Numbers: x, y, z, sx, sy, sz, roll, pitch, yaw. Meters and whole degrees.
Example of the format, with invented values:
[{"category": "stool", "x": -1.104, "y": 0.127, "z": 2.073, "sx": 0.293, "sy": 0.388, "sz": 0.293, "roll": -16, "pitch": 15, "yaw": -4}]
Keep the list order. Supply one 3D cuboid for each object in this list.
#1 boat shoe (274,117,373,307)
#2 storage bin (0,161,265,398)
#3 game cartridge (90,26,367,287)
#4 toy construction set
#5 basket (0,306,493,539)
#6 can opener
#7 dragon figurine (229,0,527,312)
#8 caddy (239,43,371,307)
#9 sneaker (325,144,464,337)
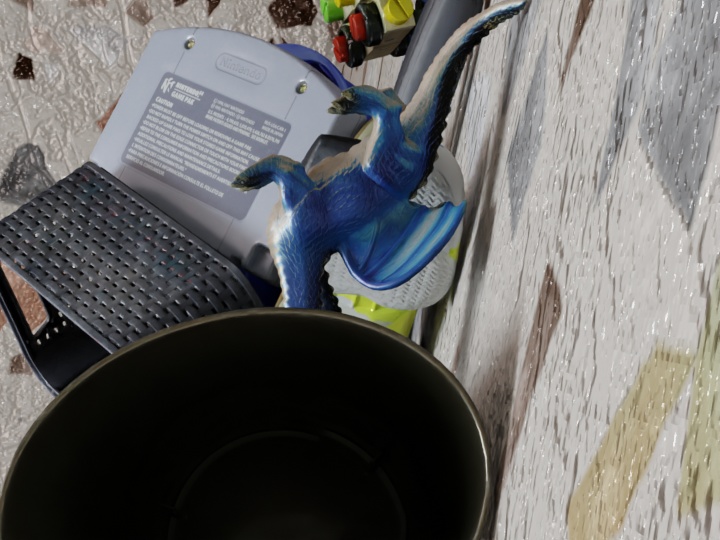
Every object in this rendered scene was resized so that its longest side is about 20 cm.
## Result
[{"category": "boat shoe", "x": 0.000, "y": 0.000, "z": 1.154, "sx": 0.073, "sy": 0.064, "sz": 0.201, "roll": 80, "pitch": -151, "yaw": -63}, {"category": "storage bin", "x": -0.137, "y": 0.038, "z": 1.212, "sx": 0.200, "sy": 0.094, "sz": 0.136, "roll": 33, "pitch": 150, "yaw": 43}, {"category": "game cartridge", "x": -0.084, "y": -0.080, "z": 1.240, "sx": 0.199, "sy": 0.041, "sz": 0.134, "roll": 26, "pitch": 84, "yaw": 45}, {"category": "toy construction set", "x": 0.010, "y": -0.213, "z": 1.325, "sx": 0.200, "sy": 0.091, "sz": 0.132, "roll": 43, "pitch": -148, "yaw": -85}, {"category": "basket", "x": -0.034, "y": 0.103, "z": 0.795, "sx": 0.200, "sy": 0.179, "sz": 0.137, "roll": 70, "pitch": -173, "yaw": -76}, {"category": "can opener", "x": 0.021, "y": -0.071, "z": 1.053, "sx": 0.064, "sy": 0.078, "sz": 0.201, "roll": -94, "pitch": 25, "yaw": -53}, {"category": "dragon figurine", "x": 0.011, "y": -0.026, "z": 0.862, "sx": 0.199, "sy": 0.100, "sz": 0.059, "roll": -37, "pitch": -1, "yaw": 1}, {"category": "caddy", "x": -0.055, "y": -0.046, "z": 1.296, "sx": 0.105, "sy": 0.140, "sz": 0.202, "roll": 21, "pitch": -103, "yaw": -51}, {"category": "sneaker", "x": 0.008, "y": -0.013, "z": 0.988, "sx": 0.105, "sy": 0.075, "sz": 0.201, "roll": -70, "pitch": 4, "yaw": -45}]
